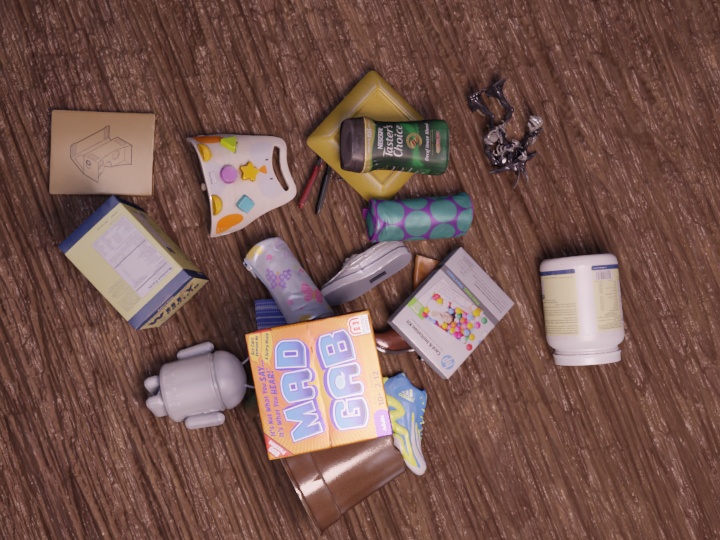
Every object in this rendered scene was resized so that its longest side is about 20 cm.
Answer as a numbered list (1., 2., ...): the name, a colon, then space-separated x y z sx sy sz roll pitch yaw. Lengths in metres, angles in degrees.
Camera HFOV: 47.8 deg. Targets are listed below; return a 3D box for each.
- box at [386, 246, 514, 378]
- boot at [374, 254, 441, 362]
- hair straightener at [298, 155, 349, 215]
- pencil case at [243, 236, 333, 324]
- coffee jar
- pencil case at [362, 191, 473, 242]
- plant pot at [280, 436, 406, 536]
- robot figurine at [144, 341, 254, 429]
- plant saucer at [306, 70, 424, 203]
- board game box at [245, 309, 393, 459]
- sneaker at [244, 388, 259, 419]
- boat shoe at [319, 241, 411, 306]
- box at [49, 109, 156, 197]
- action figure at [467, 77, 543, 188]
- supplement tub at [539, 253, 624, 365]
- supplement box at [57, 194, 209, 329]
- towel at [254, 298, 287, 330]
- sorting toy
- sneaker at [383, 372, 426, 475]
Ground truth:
1. box: 0.172 0.079 1.543 0.156 0.041 0.200 46 77 -6
2. boot: 0.097 0.068 1.568 0.188 0.068 0.200 12 87 -1
3. hair straightener: -0.052 -0.200 1.594 0.077 0.041 0.200 22 82 -12
4. pencil case: -0.135 0.031 1.526 0.091 0.083 0.200 -21 65 -42
5. coffee jar: 0.060 -0.230 1.503 0.200 0.085 0.104 -1 90 -11
6. pencil case: 0.111 -0.102 1.554 0.200 0.092 0.085 -4 120 -12
7. plant pot: -0.034 0.351 1.501 0.198 0.200 0.200 -27 89 -9
8. robot figurine: -0.300 0.217 1.529 0.200 0.113 0.170 -15 63 -2
9. plant saucer: 0.034 -0.254 1.565 0.200 0.048 0.200 43 82 -9
10. board game box: -0.067 0.181 1.357 0.200 0.200 0.200 -11 88 -2
11. sneaker: -0.164 0.184 1.560 0.200 0.067 0.090 -43 89 -8
12. boat shoe: 0.000 0.000 1.574 0.200 0.074 0.065 -27 60 -7
13. box: -0.501 -0.226 1.584 0.200 0.021 0.164 2 88 -2
14. action figure: 0.282 -0.263 1.568 0.119 0.102 0.200 -25 87 -14
15. supplement tub: 0.419 0.073 1.538 0.145 0.145 0.200 -5 88 -2
16. supplement box: -0.407 -0.011 1.491 0.134 0.200 0.200 -43 89 -2
17. towel: -0.118 0.142 1.525 0.145 0.024 0.200 -1 58 -17
18. sorting toy: -0.219 -0.185 1.567 0.180 0.107 0.200 -14 89 -21
19. sneaker: 0.097 0.286 1.558 0.105 0.076 0.200 -29 88 -3
